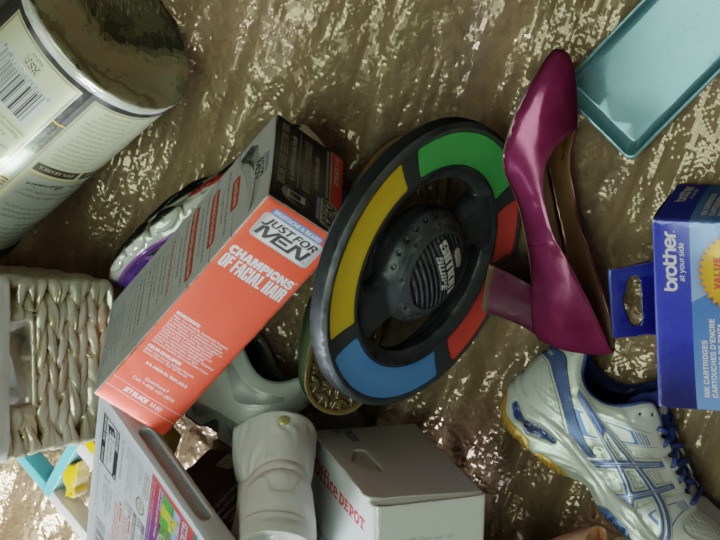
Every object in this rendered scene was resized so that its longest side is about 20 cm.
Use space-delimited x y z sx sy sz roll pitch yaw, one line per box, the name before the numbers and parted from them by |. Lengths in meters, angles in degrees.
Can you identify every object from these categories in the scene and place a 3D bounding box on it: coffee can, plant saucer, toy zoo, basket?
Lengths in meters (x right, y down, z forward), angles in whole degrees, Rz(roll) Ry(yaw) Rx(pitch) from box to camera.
coffee can | -0.239 -0.118 1.394 0.200 0.146 0.147 -37 93 29
plant saucer | 0.216 -0.161 1.258 0.070 0.019 0.200 45 119 2
toy zoo | -0.213 0.125 1.515 0.200 0.020 0.131 46 122 21
basket | -0.281 0.061 1.450 0.200 0.123 0.136 4 96 46

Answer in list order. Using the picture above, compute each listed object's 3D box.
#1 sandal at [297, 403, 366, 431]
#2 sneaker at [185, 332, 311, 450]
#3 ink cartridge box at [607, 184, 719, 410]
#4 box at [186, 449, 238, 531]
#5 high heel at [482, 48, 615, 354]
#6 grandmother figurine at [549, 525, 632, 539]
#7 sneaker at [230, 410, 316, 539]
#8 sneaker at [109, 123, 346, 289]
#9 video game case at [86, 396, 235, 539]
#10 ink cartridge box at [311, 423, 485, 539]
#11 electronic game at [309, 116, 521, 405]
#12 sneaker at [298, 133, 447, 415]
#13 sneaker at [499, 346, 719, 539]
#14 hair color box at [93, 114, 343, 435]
sandal | -0.020 0.181 1.447 0.054 0.082 0.201 27 123 39
sneaker | -0.117 0.063 1.463 0.200 0.074 0.089 29 98 15
ink cartridge box | 0.264 0.019 1.276 0.199 0.076 0.137 3 110 24
box | -0.114 0.251 1.510 0.075 0.100 0.201 13 115 18
high heel | 0.142 -0.043 1.294 0.096 0.067 0.201 20 122 24
grandmother figurine | 0.109 0.220 1.400 0.200 0.121 0.061 -16 73 49
sneaker | -0.062 0.174 1.385 0.073 0.116 0.200 7 148 -9
sneaker | -0.097 -0.025 1.411 0.200 0.081 0.084 -27 103 28
video game case | -0.139 0.206 1.387 0.182 0.023 0.200 50 145 33
ink cartridge box | 0.021 0.224 1.361 0.083 0.145 0.201 -4 106 -18
electronic game | 0.039 -0.005 1.294 0.042 0.200 0.201 26 120 35
sneaker | 0.000 0.000 1.380 0.067 0.090 0.201 19 88 -10
sneaker | 0.193 0.126 1.347 0.200 0.075 0.088 38 109 -1
hair color box | -0.095 0.004 1.333 0.064 0.111 0.200 33 118 -19
